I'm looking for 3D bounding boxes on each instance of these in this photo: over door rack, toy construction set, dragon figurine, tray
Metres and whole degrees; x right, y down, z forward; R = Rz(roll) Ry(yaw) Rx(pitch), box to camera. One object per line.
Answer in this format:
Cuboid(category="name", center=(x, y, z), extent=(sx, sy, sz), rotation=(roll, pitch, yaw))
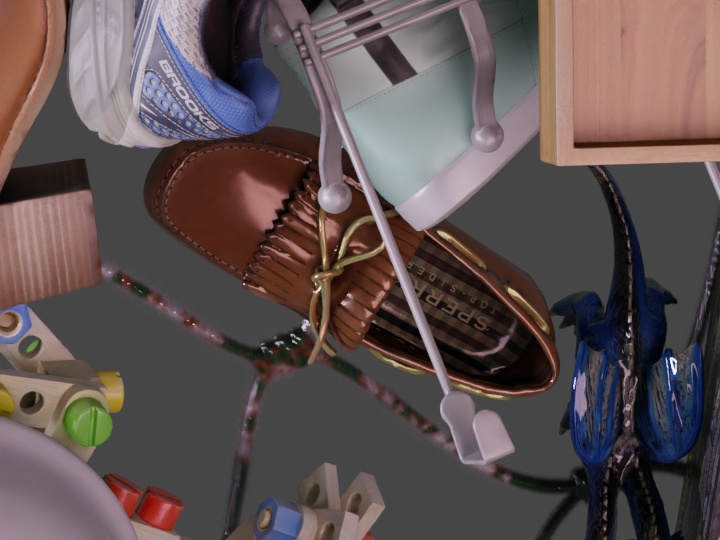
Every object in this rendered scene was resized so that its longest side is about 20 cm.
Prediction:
Cuboid(category="over door rack", center=(0.065, -0.036, 1.072), extent=(0.147, 0.067, 0.201), rotation=(-22, 79, -13))
Cuboid(category="toy construction set", center=(-0.095, 0.096, 1.158), extent=(0.199, 0.092, 0.132), rotation=(24, 98, -16))
Cuboid(category="dragon figurine", center=(0.116, 0.051, 1.208), extent=(0.058, 0.100, 0.201), rotation=(0, 111, -4))
Cuboid(category="tray", center=(0.115, -0.141, 1.022), extent=(0.098, 0.037, 0.201), rotation=(-2, 95, -9))

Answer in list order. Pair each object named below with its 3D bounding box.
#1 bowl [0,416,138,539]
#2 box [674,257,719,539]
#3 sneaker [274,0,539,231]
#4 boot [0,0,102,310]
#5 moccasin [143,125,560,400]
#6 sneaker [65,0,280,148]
Cuboid(category="bowl", center=(-0.166, 0.160, 1.055), extent=(0.200, 0.090, 0.202), rotation=(-7, 112, -17))
Cuboid(category="box", center=(0.172, 0.066, 1.209), extent=(0.044, 0.160, 0.201), rotation=(8, 106, 3))
Cuboid(category="sneaker", center=(0.055, -0.126, 1.146), extent=(0.118, 0.074, 0.200), rotation=(47, 72, -7))
Cuboid(category="boot", center=(-0.187, -0.074, 1.074), extent=(0.154, 0.077, 0.201), rotation=(-8, 109, -7))
Cuboid(category="moccasin", center=(-0.001, 0.001, 1.161), extent=(0.201, 0.078, 0.074), rotation=(33, 101, -28))
Cuboid(category="sneaker", center=(-0.056, -0.143, 1.032), extent=(0.077, 0.085, 0.201), rotation=(-22, 116, -53))
